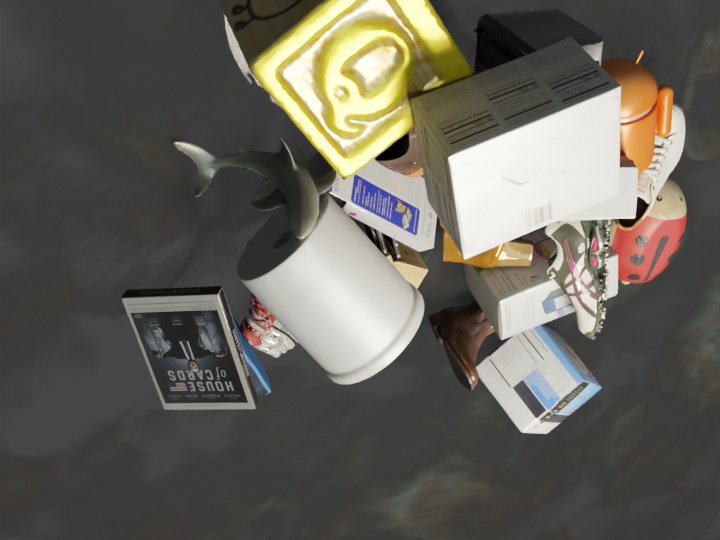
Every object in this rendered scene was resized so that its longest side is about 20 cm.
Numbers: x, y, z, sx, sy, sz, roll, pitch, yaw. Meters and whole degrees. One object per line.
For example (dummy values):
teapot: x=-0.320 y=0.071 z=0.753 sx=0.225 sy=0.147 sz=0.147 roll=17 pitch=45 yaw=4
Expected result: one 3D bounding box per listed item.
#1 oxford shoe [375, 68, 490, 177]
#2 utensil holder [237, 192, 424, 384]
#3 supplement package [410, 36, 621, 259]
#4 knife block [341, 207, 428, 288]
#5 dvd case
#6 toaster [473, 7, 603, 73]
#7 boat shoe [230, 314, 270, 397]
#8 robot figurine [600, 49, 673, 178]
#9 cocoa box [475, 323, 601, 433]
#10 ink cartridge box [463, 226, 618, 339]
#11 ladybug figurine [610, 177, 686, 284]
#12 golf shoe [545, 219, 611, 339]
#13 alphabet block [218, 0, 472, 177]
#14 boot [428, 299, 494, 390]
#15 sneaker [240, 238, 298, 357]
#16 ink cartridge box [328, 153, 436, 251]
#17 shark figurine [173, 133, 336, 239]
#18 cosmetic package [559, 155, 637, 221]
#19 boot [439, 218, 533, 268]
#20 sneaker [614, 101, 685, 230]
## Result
oxford shoe: x=0.096 y=-0.187 z=1.214 sx=0.072 sy=0.072 sz=0.200 roll=5 pitch=144 yaw=-41
utensil holder: x=-0.041 y=0.022 z=1.242 sx=0.169 sy=0.170 sz=0.200 roll=-39 pitch=116 yaw=10
supplement package: x=0.173 y=-0.135 z=1.050 sx=0.198 sy=0.111 sz=0.157 roll=-22 pitch=137 yaw=-6
knife block: x=0.000 y=0.000 z=1.381 sx=0.174 sy=0.064 sz=0.201 roll=13 pitch=121 yaw=-31
dvd case: x=-0.236 y=0.112 z=1.326 sx=0.148 sy=0.025 sz=0.202 roll=-3 pitch=122 yaw=17
toaster: x=0.219 y=-0.226 z=1.216 sx=0.117 sy=0.201 sz=0.183 roll=-10 pitch=123 yaw=-13
boat shoe: x=-0.191 y=0.136 z=1.396 sx=0.068 sy=0.085 sz=0.201 roll=-22 pitch=131 yaw=0
robot figurine: x=0.359 y=-0.210 z=1.334 sx=0.142 sy=0.117 sz=0.202 roll=12 pitch=137 yaw=24
cocoa box: x=0.297 y=0.178 z=1.564 sx=0.131 sy=0.134 sz=0.200 roll=-42 pitch=158 yaw=11
ink cartridge box: x=0.271 y=-0.002 z=1.443 sx=0.197 sy=0.146 sz=0.088 roll=-19 pitch=132 yaw=-8
ladybug figurine: x=0.466 y=-0.054 z=1.537 sx=0.134 sy=0.072 sz=0.202 roll=-7 pitch=130 yaw=-19
golf shoe: x=0.308 y=0.006 z=1.340 sx=0.087 sy=0.078 sz=0.202 roll=2 pitch=124 yaw=16
alphabet block: x=-0.022 y=-0.266 z=1.061 sx=0.195 sy=0.201 sz=0.196 roll=-38 pitch=132 yaw=9
boot: x=0.219 y=0.084 z=1.468 sx=0.198 sy=0.187 sz=0.065 roll=-22 pitch=127 yaw=-2
sneaker: x=-0.137 y=0.049 z=1.358 sx=0.107 sy=0.068 sz=0.202 roll=-35 pitch=135 yaw=3
ink cartridge box: x=0.029 y=-0.106 z=1.287 sx=0.037 sy=0.096 sz=0.199 roll=-14 pitch=150 yaw=44
shark figurine: x=-0.117 y=-0.134 z=1.177 sx=0.128 sy=0.213 sz=0.090 roll=-46 pitch=148 yaw=-29
cosmetic package: x=0.266 y=-0.109 z=1.279 sx=0.197 sy=0.102 sz=0.075 roll=0 pitch=105 yaw=9
boot: x=0.187 y=-0.105 z=1.374 sx=0.142 sy=0.071 sz=0.205 roll=7 pitch=98 yaw=3
sneaker: x=0.432 y=-0.150 z=1.413 sx=0.072 sy=0.085 sz=0.203 roll=19 pitch=113 yaw=12
